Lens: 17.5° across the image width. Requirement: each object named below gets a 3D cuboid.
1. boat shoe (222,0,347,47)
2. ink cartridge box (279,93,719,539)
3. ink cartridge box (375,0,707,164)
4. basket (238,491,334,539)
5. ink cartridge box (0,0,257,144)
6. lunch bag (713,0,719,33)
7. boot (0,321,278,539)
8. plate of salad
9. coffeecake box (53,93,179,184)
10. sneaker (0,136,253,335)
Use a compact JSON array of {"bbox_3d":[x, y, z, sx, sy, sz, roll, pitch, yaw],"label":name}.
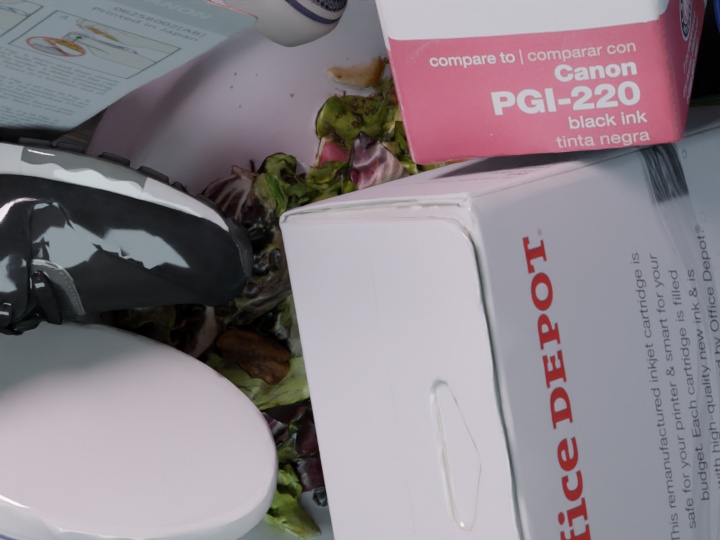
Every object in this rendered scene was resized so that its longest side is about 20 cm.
[{"bbox_3d":[-0.031,-0.166,0.692,0.093,0.075,0.200,-21,115,22],"label":"boat shoe"},{"bbox_3d":[0.080,0.030,0.725,0.084,0.200,0.146,-2,100,46],"label":"ink cartridge box"},{"bbox_3d":[0.046,-0.153,0.652,0.085,0.146,0.200,-4,127,17],"label":"ink cartridge box"},{"bbox_3d":[-0.068,0.178,0.834,0.161,0.198,0.200,9,154,-27],"label":"basket"},{"bbox_3d":[-0.134,-0.082,0.616,0.162,0.057,0.200,15,160,-25],"label":"ink cartridge box"},{"bbox_3d":[0.170,-0.135,0.642,0.160,0.076,0.200,7,103,28],"label":"lunch bag"},{"bbox_3d":[-0.124,0.063,0.733,0.200,0.073,0.090,10,148,5],"label":"boot"},{"bbox_3d":[0.000,0.000,0.769,0.200,0.048,0.200,-2,95,-27],"label":"plate of salad"},{"bbox_3d":[-0.119,-0.013,0.827,0.153,0.073,0.200,-15,123,18],"label":"coffeecake box"},{"bbox_3d":[-0.133,0.006,0.686,0.200,0.088,0.076,8,167,3],"label":"sneaker"}]
